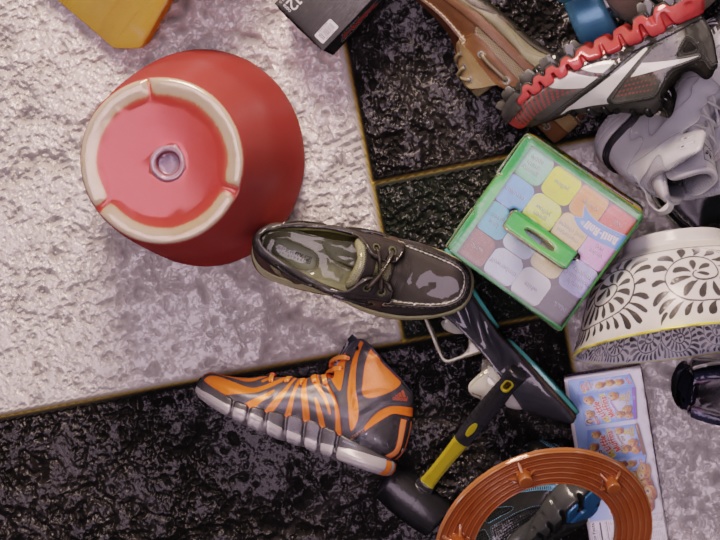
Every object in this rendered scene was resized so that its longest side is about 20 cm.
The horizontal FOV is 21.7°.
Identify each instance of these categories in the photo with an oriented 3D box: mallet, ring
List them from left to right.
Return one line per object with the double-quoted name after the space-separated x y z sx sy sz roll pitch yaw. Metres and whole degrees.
0.079 0.151 1.680 0.066 0.041 0.200 31 121 5 "mallet"
0.163 0.243 1.648 0.200 0.019 0.201 -6 121 -10 "ring"

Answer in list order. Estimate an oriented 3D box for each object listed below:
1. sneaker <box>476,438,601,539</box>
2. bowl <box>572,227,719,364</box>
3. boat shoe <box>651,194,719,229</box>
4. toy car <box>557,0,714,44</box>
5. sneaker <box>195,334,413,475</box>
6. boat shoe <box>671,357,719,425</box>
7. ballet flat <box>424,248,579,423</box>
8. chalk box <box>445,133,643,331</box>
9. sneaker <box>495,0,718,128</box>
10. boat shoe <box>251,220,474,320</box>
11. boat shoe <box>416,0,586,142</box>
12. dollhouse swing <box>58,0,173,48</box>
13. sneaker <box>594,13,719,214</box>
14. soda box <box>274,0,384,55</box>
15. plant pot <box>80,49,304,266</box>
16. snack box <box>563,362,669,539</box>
0.131 0.241 1.709 0.200 0.073 0.082 -46 59 12 "sneaker"
0.275 0.018 1.611 0.200 0.201 0.094 -9 79 8 "bowl"
0.344 -0.036 1.653 0.199 0.066 0.075 37 99 3 "boat shoe"
0.237 -0.328 1.623 0.184 0.177 0.200 -22 63 13 "toy car"
-0.044 0.105 1.716 0.200 0.078 0.112 19 85 4 "sneaker"
0.375 0.118 1.647 0.200 0.093 0.075 3 94 7 "boat shoe"
0.111 0.073 1.689 0.073 0.073 0.200 -40 82 8 "ballet flat"
0.160 -0.036 1.608 0.124 0.200 0.124 36 97 3 "chalk box"
0.213 -0.159 1.587 0.200 0.071 0.098 -27 94 19 "sneaker"
0.000 -0.001 1.642 0.200 0.066 0.072 13 87 4 "boat shoe"
0.118 -0.189 1.668 0.200 0.076 0.074 38 101 4 "boat shoe"
-0.196 -0.338 1.715 0.200 0.176 0.182 40 56 3 "dollhouse swing"
0.303 -0.135 1.622 0.200 0.115 0.075 -42 132 12 "sneaker"
0.017 -0.286 1.673 0.063 0.071 0.200 45 98 3 "soda box"
-0.156 -0.098 1.655 0.200 0.177 0.201 0 94 6 "plant pot"
0.235 0.189 1.704 0.072 0.024 0.200 -9 93 9 "snack box"
